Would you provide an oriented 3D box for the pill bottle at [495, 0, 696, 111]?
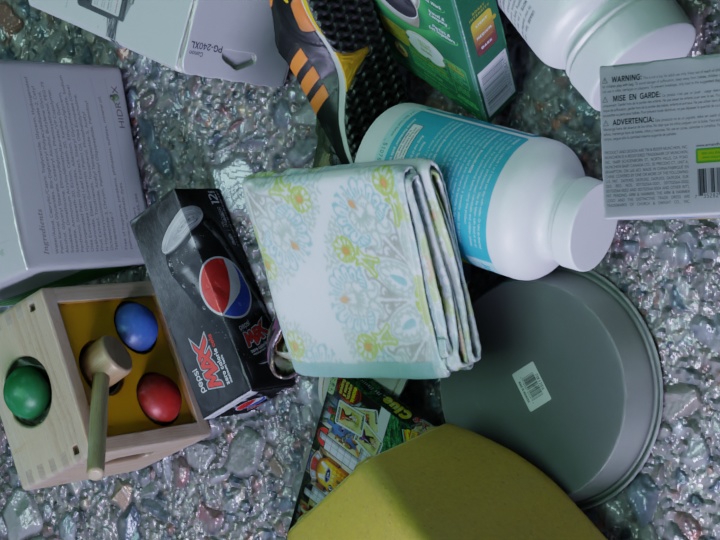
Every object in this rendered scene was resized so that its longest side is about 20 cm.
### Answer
[{"bbox_3d":[0.155,-0.224,1.318,0.113,0.113,0.201,-46,65,29],"label":"pill bottle"}]

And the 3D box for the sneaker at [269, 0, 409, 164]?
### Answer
[{"bbox_3d":[-0.024,-0.168,1.425,0.090,0.070,0.201,21,137,47],"label":"sneaker"}]

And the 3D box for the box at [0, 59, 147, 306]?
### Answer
[{"bbox_3d":[-0.332,-0.077,1.663,0.198,0.171,0.201,-16,82,37],"label":"box"}]

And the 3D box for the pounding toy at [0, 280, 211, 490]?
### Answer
[{"bbox_3d":[-0.238,0.109,1.582,0.142,0.199,0.185,-28,76,35],"label":"pounding toy"}]

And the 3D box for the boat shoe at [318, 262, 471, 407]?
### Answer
[{"bbox_3d":[0.028,0.056,1.459,0.075,0.062,0.200,41,131,13],"label":"boat shoe"}]

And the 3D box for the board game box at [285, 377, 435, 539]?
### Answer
[{"bbox_3d":[-0.002,0.185,1.482,0.105,0.023,0.201,32,126,25],"label":"board game box"}]

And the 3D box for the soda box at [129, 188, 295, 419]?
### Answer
[{"bbox_3d":[-0.134,0.028,1.585,0.071,0.063,0.201,-32,74,34],"label":"soda box"}]

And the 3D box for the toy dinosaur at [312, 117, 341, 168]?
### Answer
[{"bbox_3d":[-0.013,-0.113,1.500,0.088,0.047,0.201,37,118,34],"label":"toy dinosaur"}]

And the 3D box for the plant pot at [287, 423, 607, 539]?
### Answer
[{"bbox_3d":[0.057,0.237,1.339,0.200,0.195,0.194,55,128,13],"label":"plant pot"}]

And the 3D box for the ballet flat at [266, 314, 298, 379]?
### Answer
[{"bbox_3d":[-0.020,0.018,1.487,0.200,0.069,0.071,-55,18,27],"label":"ballet flat"}]

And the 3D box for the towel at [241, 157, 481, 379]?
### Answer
[{"bbox_3d":[0.000,0.000,1.381,0.199,0.048,0.172,-2,106,44],"label":"towel"}]

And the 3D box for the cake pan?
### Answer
[{"bbox_3d":[0.143,0.093,1.391,0.199,0.037,0.202,2,93,37],"label":"cake pan"}]

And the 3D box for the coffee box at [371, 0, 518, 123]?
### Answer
[{"bbox_3d":[0.054,-0.211,1.354,0.044,0.200,0.123,-42,56,-13],"label":"coffee box"}]

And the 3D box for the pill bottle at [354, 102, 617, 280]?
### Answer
[{"bbox_3d":[0.099,-0.058,1.371,0.199,0.110,0.112,19,104,36],"label":"pill bottle"}]

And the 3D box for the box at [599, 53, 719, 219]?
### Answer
[{"bbox_3d":[0.259,-0.087,1.191,0.112,0.199,0.102,-1,91,39],"label":"box"}]

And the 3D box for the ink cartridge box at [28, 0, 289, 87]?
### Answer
[{"bbox_3d":[-0.168,-0.235,1.546,0.199,0.145,0.084,26,105,34],"label":"ink cartridge box"}]
